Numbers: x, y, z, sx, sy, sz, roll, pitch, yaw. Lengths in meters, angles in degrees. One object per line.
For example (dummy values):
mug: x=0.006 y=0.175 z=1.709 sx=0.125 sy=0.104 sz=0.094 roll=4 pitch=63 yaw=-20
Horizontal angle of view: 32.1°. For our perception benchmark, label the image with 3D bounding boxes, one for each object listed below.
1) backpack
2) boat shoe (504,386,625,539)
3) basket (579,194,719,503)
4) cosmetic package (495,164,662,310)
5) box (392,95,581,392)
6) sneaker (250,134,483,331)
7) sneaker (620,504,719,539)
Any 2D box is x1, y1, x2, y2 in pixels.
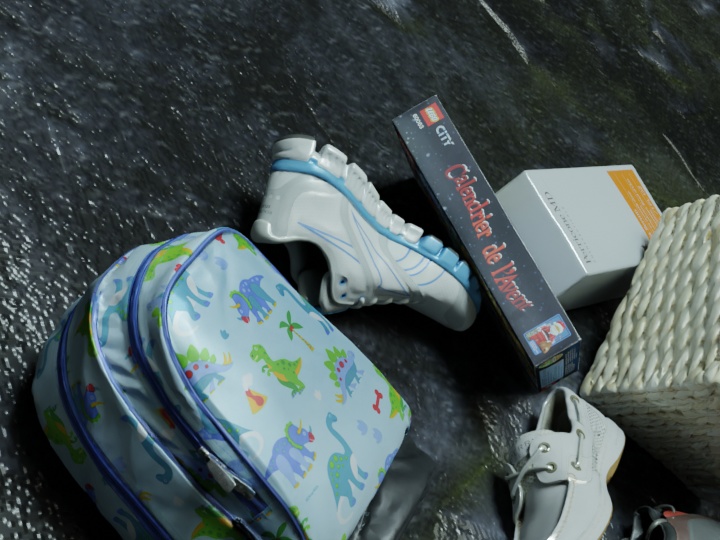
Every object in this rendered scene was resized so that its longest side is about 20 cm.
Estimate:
backpack: x=-0.063 y=0.078 z=0.619 sx=0.200 sy=0.154 sz=0.163 roll=37 pitch=40 yaw=3
boat shoe: x=0.124 y=0.140 z=0.831 sx=0.069 sy=0.071 sz=0.200 roll=47 pitch=25 yaw=-3
basket: x=0.301 y=0.058 z=0.952 sx=0.160 sy=0.198 sz=0.201 roll=34 pitch=72 yaw=-14
cosmetic package: x=0.189 y=-0.029 z=1.063 sx=0.199 sy=0.071 sz=0.102 roll=-10 pitch=66 yaw=-52
box: x=0.093 y=-0.015 z=0.907 sx=0.201 sy=0.038 sz=0.137 roll=61 pitch=2 yaw=16
sneaker: x=0.000 y=0.000 z=0.831 sx=0.200 sy=0.075 sz=0.087 roll=37 pitch=68 yaw=-32
sneaker: x=0.240 y=0.198 z=0.906 sx=0.199 sy=0.077 sz=0.082 roll=-6 pitch=56 yaw=-53
